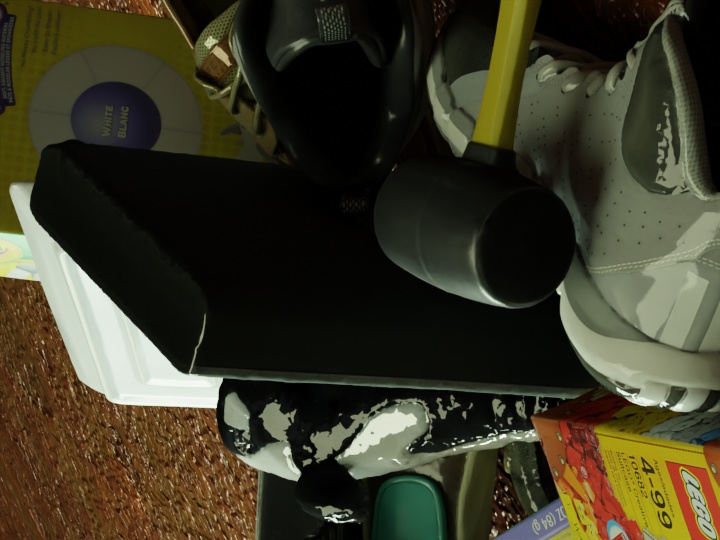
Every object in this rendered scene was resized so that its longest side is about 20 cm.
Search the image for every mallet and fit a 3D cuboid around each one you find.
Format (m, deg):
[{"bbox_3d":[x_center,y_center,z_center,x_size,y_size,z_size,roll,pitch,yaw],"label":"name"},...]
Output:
[{"bbox_3d":[0.045,-0.090,0.782,0.066,0.041,0.202,6,88,58],"label":"mallet"}]

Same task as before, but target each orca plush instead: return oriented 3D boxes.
[{"bbox_3d":[0.013,0.039,0.959,0.199,0.105,0.071,10,139,50],"label":"orca plush"}]

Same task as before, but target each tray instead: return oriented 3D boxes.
[{"bbox_3d":[-0.081,0.017,1.069,0.200,0.106,0.022,85,-173,-65],"label":"tray"}]

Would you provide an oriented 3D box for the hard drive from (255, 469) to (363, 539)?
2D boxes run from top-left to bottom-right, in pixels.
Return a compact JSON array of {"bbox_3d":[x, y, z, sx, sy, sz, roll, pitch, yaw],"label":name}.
[{"bbox_3d":[-0.009,0.125,1.129,0.200,0.038,0.141,65,-155,-65],"label":"hard drive"}]

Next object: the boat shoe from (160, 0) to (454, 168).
[{"bbox_3d":[-0.036,-0.086,1.037,0.201,0.074,0.076,58,132,23],"label":"boat shoe"}]

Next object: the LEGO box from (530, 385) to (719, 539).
[{"bbox_3d":[0.148,0.129,0.819,0.149,0.077,0.201,2,114,69],"label":"LEGO box"}]

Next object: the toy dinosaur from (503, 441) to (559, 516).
[{"bbox_3d":[0.098,0.148,1.032,0.201,0.047,0.088,56,152,18],"label":"toy dinosaur"}]

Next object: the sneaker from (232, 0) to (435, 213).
[{"bbox_3d":[-0.012,-0.118,0.878,0.140,0.077,0.201,-83,-20,-68],"label":"sneaker"}]

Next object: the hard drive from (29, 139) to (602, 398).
[{"bbox_3d":[0.000,0.000,0.895,0.140,0.199,0.033,41,119,52],"label":"hard drive"}]

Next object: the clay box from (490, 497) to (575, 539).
[{"bbox_3d":[0.100,0.191,0.971,0.048,0.115,0.201,-1,-121,-61],"label":"clay box"}]

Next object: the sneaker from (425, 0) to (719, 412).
[{"bbox_3d":[0.089,-0.058,0.804,0.200,0.075,0.116,62,141,46],"label":"sneaker"}]

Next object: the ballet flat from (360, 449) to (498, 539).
[{"bbox_3d":[0.032,0.076,1.066,0.069,0.069,0.202,-166,80,-66],"label":"ballet flat"}]

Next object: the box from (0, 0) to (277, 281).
[{"bbox_3d":[-0.116,-0.054,1.086,0.048,0.198,0.118,107,167,-63],"label":"box"}]
